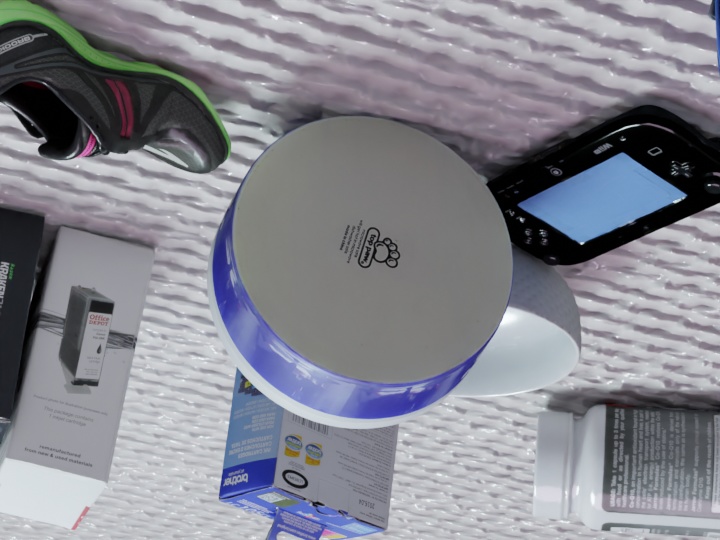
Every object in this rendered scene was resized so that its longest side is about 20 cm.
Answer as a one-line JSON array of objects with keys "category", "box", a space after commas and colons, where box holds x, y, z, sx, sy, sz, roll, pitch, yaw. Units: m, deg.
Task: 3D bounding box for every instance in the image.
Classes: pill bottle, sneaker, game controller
[{"category": "pill bottle", "box": [0.257, 0.180, 1.733, 0.198, 0.115, 0.114, 3, 156, 6]}, {"category": "sneaker", "box": [-0.174, -0.101, 1.250, 0.199, 0.085, 0.076, 23, 151, -33]}, {"category": "game controller", "box": [0.167, -0.056, 1.327, 0.104, 0.042, 0.199, 21, 151, -30]}]

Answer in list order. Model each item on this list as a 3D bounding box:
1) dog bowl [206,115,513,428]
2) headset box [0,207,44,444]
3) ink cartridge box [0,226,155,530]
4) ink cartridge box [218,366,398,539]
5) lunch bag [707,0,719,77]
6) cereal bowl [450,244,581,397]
[{"category": "dog bowl", "box": [0.000, 0.000, 1.292, 0.198, 0.202, 0.079, 11, 153, -11]}, {"category": "headset box", "box": [-0.317, 0.058, 1.520, 0.092, 0.176, 0.200, 12, 156, -14]}, {"category": "ink cartridge box", "box": [-0.234, 0.087, 1.536, 0.082, 0.202, 0.147, 15, 154, -13]}, {"category": "ink cartridge box", "box": [-0.040, 0.141, 1.608, 0.136, 0.202, 0.076, 26, 149, -37]}, {"category": "lunch bag", "box": [0.267, -0.133, 1.020, 0.132, 0.137, 0.199, -17, 147, 40]}, {"category": "cereal bowl", "box": [0.071, 0.024, 1.471, 0.198, 0.084, 0.200, 4, 156, 2]}]
